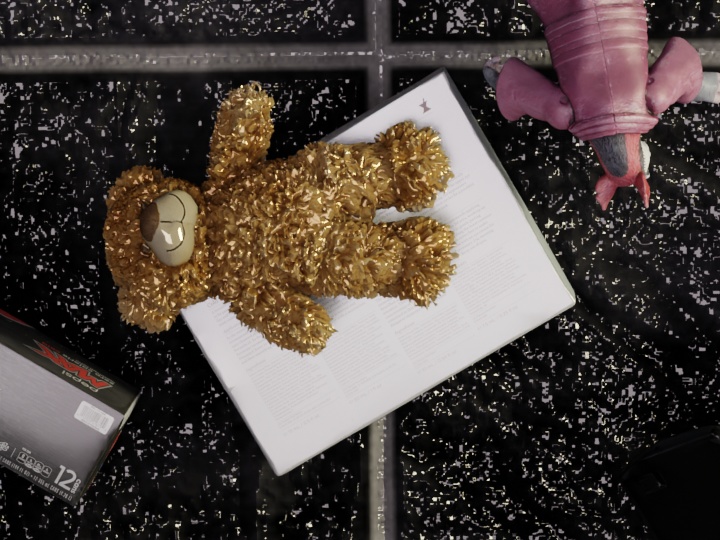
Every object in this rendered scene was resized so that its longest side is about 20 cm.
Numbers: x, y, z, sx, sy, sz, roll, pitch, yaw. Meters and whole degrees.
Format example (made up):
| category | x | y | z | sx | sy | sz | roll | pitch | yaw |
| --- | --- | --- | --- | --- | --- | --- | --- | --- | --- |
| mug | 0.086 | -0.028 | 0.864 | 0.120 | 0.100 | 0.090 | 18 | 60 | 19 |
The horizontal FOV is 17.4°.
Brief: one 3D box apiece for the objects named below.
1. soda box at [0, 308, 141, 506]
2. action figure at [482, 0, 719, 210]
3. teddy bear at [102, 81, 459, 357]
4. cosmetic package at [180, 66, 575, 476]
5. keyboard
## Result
| category | x | y | z | sx | sy | sz | roll | pitch | yaw |
| --- | --- | --- | --- | --- | --- | --- | --- | --- | --- |
| soda box | -0.228 | 0.052 | 1.344 | 0.199 | 0.071 | 0.064 | 31 | 100 | -3 |
| action figure | 0.134 | -0.133 | 1.271 | 0.133 | 0.149 | 0.202 | -13 | 85 | -2 |
| teddy bear | -0.043 | -0.025 | 1.279 | 0.198 | 0.067 | 0.146 | 12 | 96 | 1 |
| cosmetic package | 0.000 | 0.000 | 1.338 | 0.199 | 0.052 | 0.152 | -30 | 98 | 7 |
| keyboard | 0.218 | 0.176 | 1.357 | 0.104 | 0.040 | 0.201 | -22 | 106 | 32 |
